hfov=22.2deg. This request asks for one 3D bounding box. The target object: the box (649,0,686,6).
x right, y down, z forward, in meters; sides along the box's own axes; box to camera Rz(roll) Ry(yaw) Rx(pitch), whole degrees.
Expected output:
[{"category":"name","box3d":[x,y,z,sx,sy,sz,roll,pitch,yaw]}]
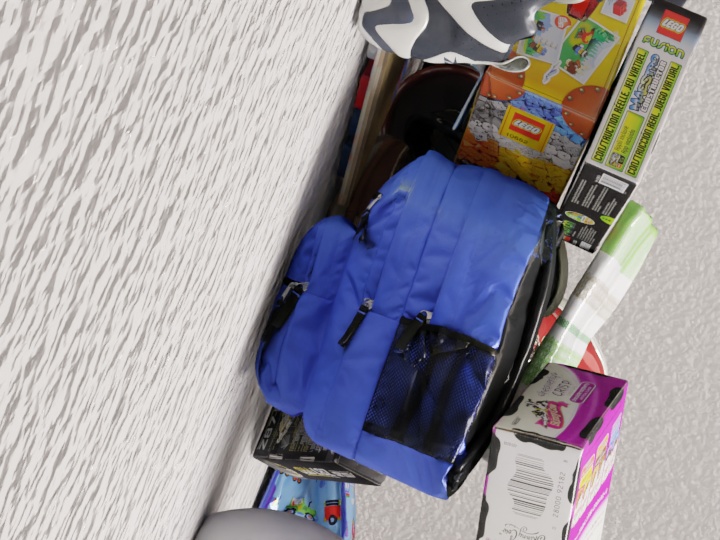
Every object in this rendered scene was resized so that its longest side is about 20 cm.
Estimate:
[{"category":"box","box3d":[0.190,-0.300,1.470,0.200,0.196,0.118,-38,148,-82]}]

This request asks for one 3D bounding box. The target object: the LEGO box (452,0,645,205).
[{"category":"LEGO box","box3d":[0.137,-0.154,1.226,0.149,0.077,0.201,107,7,-63]}]

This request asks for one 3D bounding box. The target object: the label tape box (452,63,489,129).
[{"category":"label tape box","box3d":[0.080,-0.200,1.233,0.143,0.066,0.201,-48,162,-81]}]

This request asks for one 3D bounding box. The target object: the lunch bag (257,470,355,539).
[{"category":"lunch bag","box3d":[-0.036,0.170,1.702,0.151,0.093,0.201,87,15,-74]}]

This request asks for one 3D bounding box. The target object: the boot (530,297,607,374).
[{"category":"boot","box3d":[0.128,0.066,1.413,0.072,0.200,0.145,-33,-149,20]}]

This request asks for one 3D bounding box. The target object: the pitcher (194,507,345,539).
[{"category":"pitcher","box3d":[-0.031,0.257,1.270,0.172,0.199,0.122,108,5,-45]}]

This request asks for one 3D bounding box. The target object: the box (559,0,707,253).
[{"category":"box","box3d":[0.164,-0.085,1.147,0.200,0.035,0.111,91,22,-79]}]

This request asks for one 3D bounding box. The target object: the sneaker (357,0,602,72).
[{"category":"sneaker","box3d":[0.089,-0.205,1.042,0.079,0.129,0.200,-24,134,-86]}]

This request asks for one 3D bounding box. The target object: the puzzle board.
[{"category":"puzzle board","box3d":[0.024,-0.159,1.232,0.200,0.017,0.151,107,4,-51]}]

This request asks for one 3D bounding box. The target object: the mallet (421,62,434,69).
[{"category":"mallet","box3d":[0.063,-0.146,1.728,0.200,0.041,0.066,112,0,-60]}]

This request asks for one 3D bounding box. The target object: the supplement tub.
[{"category":"supplement tub","box3d":[0.077,-0.120,1.525,0.200,0.106,0.108,-50,160,-80]}]

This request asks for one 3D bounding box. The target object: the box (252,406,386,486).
[{"category":"box","box3d":[0.001,0.060,1.382,0.161,0.049,0.201,-8,-122,62]}]

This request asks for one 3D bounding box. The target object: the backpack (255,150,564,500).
[{"category":"backpack","box3d":[0.034,0.023,1.165,0.163,0.167,0.201,-123,-124,-89]}]

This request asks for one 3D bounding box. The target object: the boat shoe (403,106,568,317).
[{"category":"boat shoe","box3d":[0.082,-0.046,1.294,0.075,0.066,0.200,-54,-139,36]}]

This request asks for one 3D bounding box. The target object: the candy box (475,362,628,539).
[{"category":"candy box","box3d":[0.115,0.176,1.179,0.136,0.061,0.201,-35,134,-65]}]

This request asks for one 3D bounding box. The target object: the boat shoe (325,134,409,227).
[{"category":"boat shoe","box3d":[0.000,0.000,1.305,0.076,0.071,0.201,98,13,-74]}]

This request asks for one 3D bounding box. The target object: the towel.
[{"category":"towel","box3d":[0.151,0.049,1.290,0.201,0.031,0.149,-59,170,3]}]
